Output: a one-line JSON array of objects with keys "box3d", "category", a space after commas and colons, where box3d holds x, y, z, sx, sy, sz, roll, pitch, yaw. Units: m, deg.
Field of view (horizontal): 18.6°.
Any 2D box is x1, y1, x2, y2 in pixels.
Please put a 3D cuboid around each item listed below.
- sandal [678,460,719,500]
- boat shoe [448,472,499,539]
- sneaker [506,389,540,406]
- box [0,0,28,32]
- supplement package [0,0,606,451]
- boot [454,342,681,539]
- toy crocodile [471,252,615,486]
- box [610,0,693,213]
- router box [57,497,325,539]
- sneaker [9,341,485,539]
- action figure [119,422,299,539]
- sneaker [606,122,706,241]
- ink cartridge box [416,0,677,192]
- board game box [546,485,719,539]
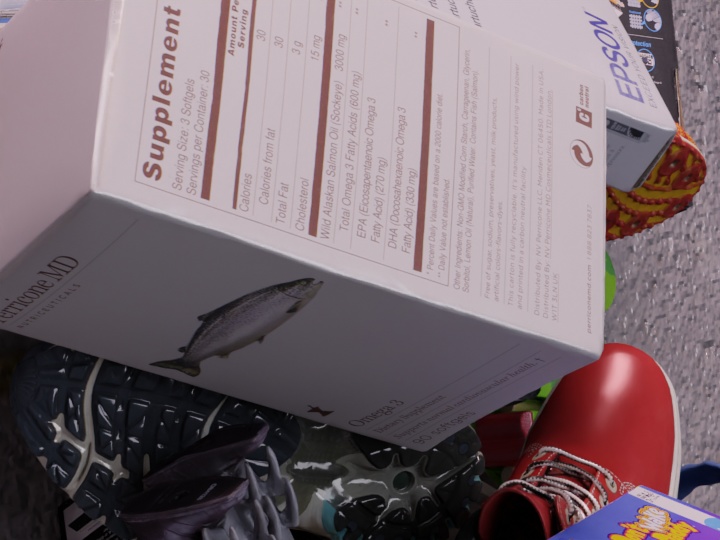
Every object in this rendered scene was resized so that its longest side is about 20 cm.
[{"box3d": [0.121, 0.141, 1.025, 0.199, 0.079, 0.088, -8, 102, -42], "category": "sandal"}, {"box3d": [-0.012, 0.071, 0.968, 0.199, 0.072, 0.060, 34, 16, -28], "category": "boat shoe"}, {"box3d": [0.000, 0.000, 0.959, 0.199, 0.080, 0.074, 33, 58, -25], "category": "sneaker"}, {"box3d": [-0.127, -0.064, 0.818, 0.198, 0.038, 0.138, 10, 66, -31], "category": "box"}, {"box3d": [-0.025, -0.028, 0.773, 0.199, 0.117, 0.118, 18, 61, -27], "category": "supplement package"}, {"box3d": [0.085, 0.091, 0.902, 0.145, 0.072, 0.201, 80, 29, -55], "category": "boot"}, {"box3d": [0.081, 0.043, 1.079, 0.061, 0.067, 0.202, 16, 71, -47], "category": "toy crocodile"}, {"box3d": [0.061, -0.126, 1.048, 0.198, 0.050, 0.201, 2, 75, -32], "category": "box"}, {"box3d": [-0.028, 0.176, 0.889, 0.199, 0.051, 0.150, 30, 35, -42], "category": "router box"}, {"box3d": [-0.053, 0.065, 0.861, 0.199, 0.086, 0.078, 17, 96, -32], "category": "sneaker"}, {"box3d": [-0.020, 0.158, 0.777, 0.201, 0.069, 0.130, 66, 26, -13], "category": "action figure"}, {"box3d": [0.080, -0.066, 0.975, 0.199, 0.073, 0.077, 16, 36, -40], "category": "sneaker"}, {"box3d": [0.017, -0.131, 0.908, 0.199, 0.041, 0.200, 16, 34, -28], "category": "ink cartridge box"}, {"box3d": [0.075, 0.190, 0.811, 0.134, 0.044, 0.202, -10, 118, -66], "category": "board game box"}]
